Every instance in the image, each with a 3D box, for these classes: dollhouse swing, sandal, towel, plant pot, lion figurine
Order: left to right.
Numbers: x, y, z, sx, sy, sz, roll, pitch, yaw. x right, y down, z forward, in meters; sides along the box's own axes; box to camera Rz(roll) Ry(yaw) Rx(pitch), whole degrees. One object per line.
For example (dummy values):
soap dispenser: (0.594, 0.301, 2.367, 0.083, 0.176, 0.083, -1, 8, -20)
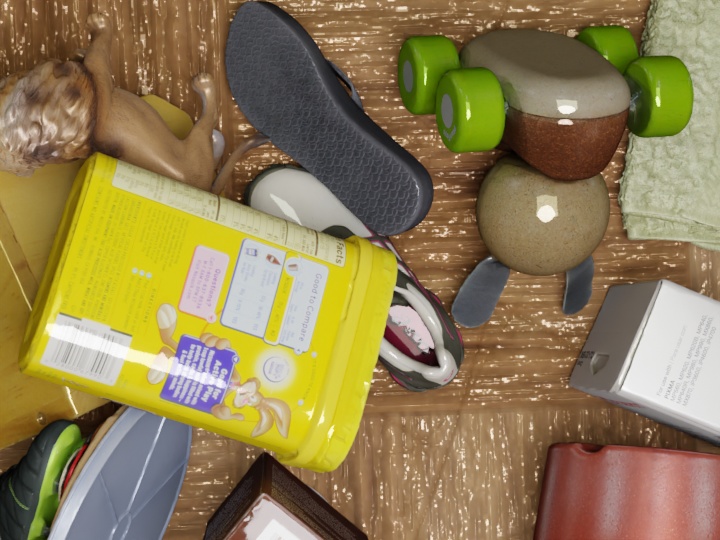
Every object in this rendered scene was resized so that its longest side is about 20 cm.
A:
dollhouse swing: (-0.208, -0.005, 1.049, 0.182, 0.176, 0.200, -24, 91, 38)
lion figurine: (-0.149, -0.087, 0.975, 0.200, 0.072, 0.123, 23, 47, -23)
sandal: (-0.024, -0.105, 1.047, 0.200, 0.043, 0.076, 51, 123, 11)
plant pot: (0.193, 0.219, 1.003, 0.200, 0.201, 0.196, 7, 81, -3)
towel: (0.266, -0.113, 1.079, 0.148, 0.036, 0.200, 7, 90, -3)

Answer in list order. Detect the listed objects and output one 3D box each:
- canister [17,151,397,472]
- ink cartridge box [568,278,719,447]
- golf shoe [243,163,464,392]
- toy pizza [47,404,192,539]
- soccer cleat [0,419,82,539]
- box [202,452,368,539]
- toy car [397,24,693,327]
canister: (-0.093, 0.025, 0.917, 0.200, 0.087, 0.149, 20, 74, -17)
ink cartridge box: (0.260, 0.081, 1.022, 0.200, 0.144, 0.084, 21, 86, -3)
golf shoe: (0.000, 0.000, 1.037, 0.200, 0.088, 0.077, 45, 89, -1)
toy pizza: (-0.169, 0.164, 0.972, 0.032, 0.200, 0.200, 22, 88, 13)
soccer cleat: (-0.237, 0.167, 0.990, 0.081, 0.068, 0.200, 29, 126, 4)
box: (-0.048, 0.186, 0.974, 0.100, 0.200, 0.075, 40, 90, -2)
toy car: (0.120, -0.058, 1.038, 0.164, 0.158, 0.200, -6, 115, -15)
